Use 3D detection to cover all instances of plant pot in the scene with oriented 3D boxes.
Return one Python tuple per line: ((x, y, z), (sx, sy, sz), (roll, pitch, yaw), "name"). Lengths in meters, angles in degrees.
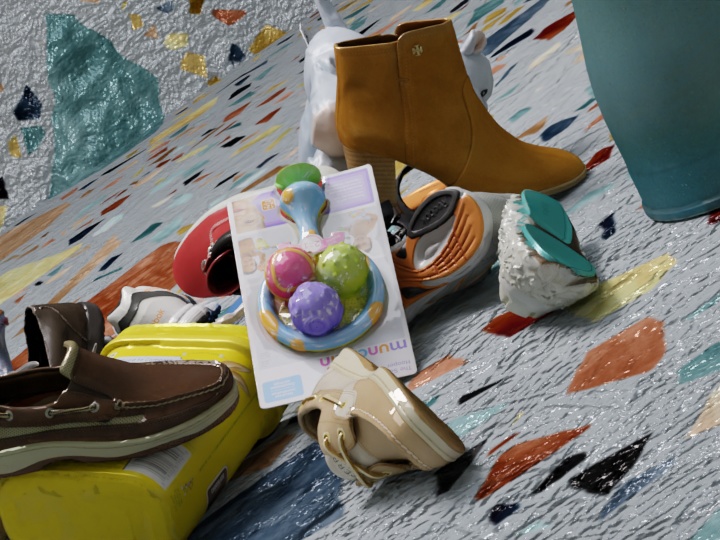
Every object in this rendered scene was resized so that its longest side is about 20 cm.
((0.238, -0.167, 1.583), (0.199, 0.189, 0.200), (-32, 12, 8), "plant pot")

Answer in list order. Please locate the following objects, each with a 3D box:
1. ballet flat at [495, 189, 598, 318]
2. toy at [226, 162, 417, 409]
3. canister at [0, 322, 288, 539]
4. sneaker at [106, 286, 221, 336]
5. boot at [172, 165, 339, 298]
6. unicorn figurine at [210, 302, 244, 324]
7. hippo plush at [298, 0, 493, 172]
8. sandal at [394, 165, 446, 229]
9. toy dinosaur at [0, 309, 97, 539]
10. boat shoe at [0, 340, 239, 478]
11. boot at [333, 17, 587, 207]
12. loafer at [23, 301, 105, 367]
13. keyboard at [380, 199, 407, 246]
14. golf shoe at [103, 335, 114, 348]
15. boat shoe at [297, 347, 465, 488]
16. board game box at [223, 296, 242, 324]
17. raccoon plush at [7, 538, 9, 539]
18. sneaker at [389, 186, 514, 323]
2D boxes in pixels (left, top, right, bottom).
((0.123, -0.001, 1.562), (0.072, 0.072, 0.200), (-31, 10, 10), "ballet flat")
((-0.034, -0.002, 1.649), (0.114, 0.047, 0.201), (-14, 48, 2), "toy")
((-0.154, 0.124, 1.623), (0.148, 0.087, 0.200), (0, 28, 23), "canister")
((-0.170, 0.043, 1.956), (0.074, 0.080, 0.200), (-63, -2, -6), "sneaker")
((-0.111, -0.008, 1.837), (0.200, 0.073, 0.144), (-27, 10, 42), "boot")
((-0.086, 0.063, 1.775), (0.200, 0.074, 0.137), (-35, -1, 41), "unicorn figurine")
((0.031, -0.132, 1.917), (0.160, 0.160, 0.201), (0, 51, -6), "hippo plush")
((0.070, -0.074, 1.948), (0.079, 0.059, 0.207), (-35, 12, -11), "sandal")
((-0.273, 0.118, 1.718), (0.200, 0.105, 0.182), (-40, 54, 0), "toy dinosaur")
((-0.184, 0.085, 1.533), (0.201, 0.075, 0.075), (-14, 27, -4), "boat shoe")
((0.080, -0.128, 1.793), (0.200, 0.145, 0.071), (-5, 19, -5), "boot")
((-0.250, 0.115, 1.800), (0.073, 0.071, 0.201), (-39, 43, 48), "loafer")
((0.000, 0.000, 1.813), (0.104, 0.040, 0.200), (-33, -10, -16), "keyboard")
((-0.189, 0.107, 1.826), (0.072, 0.092, 0.200), (-31, 13, -7), "golf shoe")
((0.008, 0.102, 1.421), (0.069, 0.074, 0.200), (-46, 13, -5), "boat shoe")
((-0.064, 0.017, 1.968), (0.158, 0.039, 0.200), (-44, 6, 22), "board game box")
((-0.329, 0.166, 1.842), (0.200, 0.134, 0.097), (-36, 14, -16), "raccoon plush")
((0.053, 0.001, 1.720), (0.092, 0.076, 0.200), (-7, -19, -44), "sneaker")
